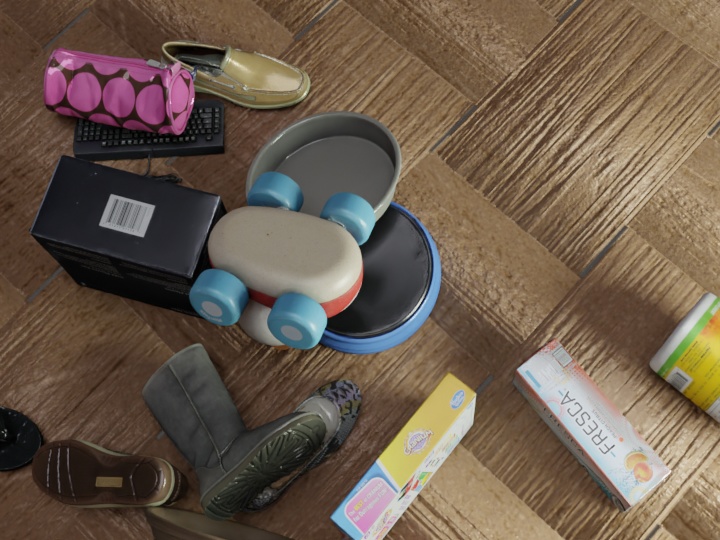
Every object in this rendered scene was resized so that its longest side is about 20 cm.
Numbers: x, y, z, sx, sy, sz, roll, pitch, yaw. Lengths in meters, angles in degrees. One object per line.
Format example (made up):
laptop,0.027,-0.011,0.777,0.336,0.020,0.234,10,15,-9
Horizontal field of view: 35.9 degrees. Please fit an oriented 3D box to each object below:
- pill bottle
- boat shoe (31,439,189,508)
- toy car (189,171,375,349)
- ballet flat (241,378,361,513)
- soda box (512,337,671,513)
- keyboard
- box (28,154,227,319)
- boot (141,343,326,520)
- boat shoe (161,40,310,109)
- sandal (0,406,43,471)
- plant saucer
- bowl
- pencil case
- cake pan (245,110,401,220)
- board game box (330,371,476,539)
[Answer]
pill bottle,0.439,0.128,1.259,0.200,0.111,0.111,40,78,14
boat shoe,-0.288,0.243,1.288,0.201,0.075,0.075,6,78,29
toy car,-0.081,0.029,1.272,0.175,0.201,0.185,16,54,13
ballet flat,-0.073,0.201,1.288,0.072,0.072,0.200,42,78,15
soda box,0.261,0.177,1.276,0.063,0.068,0.200,-36,72,-8
keyboard,-0.276,-0.163,1.449,0.198,0.021,0.128,-4,71,3
box,-0.257,-0.034,1.318,0.198,0.182,0.105,15,72,8
boot,-0.149,0.161,1.271,0.181,0.073,0.200,-35,46,2
boat shoe,-0.165,-0.259,1.444,0.198,0.076,0.072,7,72,6
sandal,-0.474,0.180,1.329,0.199,0.048,0.076,24,74,11
plant saucer,-0.138,0.293,1.194,0.198,0.200,0.030,14,81,8
bowl,0.000,0.000,1.367,0.199,0.039,0.203,-1,71,3
pencil case,-0.312,-0.235,1.424,0.198,0.094,0.091,9,50,14
cake pan,-0.043,-0.111,1.375,0.198,0.037,0.202,-8,53,11
board game box,0.051,0.218,1.231,0.040,0.153,0.200,37,77,16
